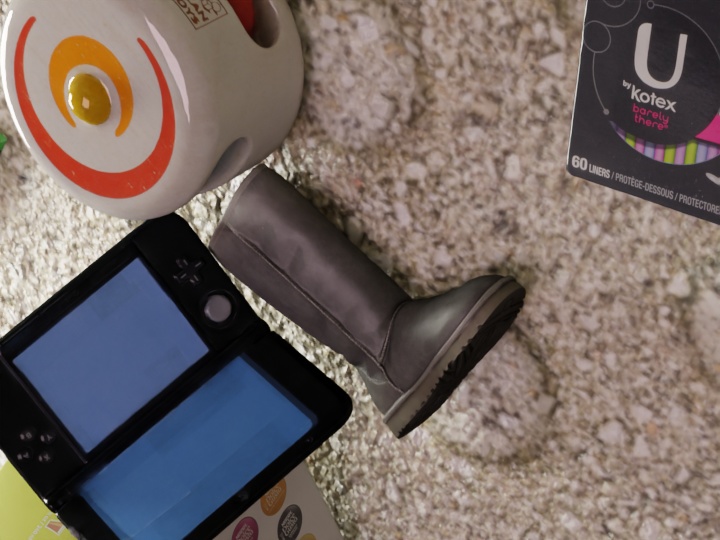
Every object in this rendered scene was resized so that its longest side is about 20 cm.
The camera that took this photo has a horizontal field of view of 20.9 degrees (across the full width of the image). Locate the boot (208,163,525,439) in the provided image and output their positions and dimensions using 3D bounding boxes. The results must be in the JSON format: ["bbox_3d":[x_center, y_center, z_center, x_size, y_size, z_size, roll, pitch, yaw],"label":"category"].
[{"bbox_3d":[-0.001,0.000,1.328,0.200,0.073,0.182,51,132,13],"label":"boot"}]

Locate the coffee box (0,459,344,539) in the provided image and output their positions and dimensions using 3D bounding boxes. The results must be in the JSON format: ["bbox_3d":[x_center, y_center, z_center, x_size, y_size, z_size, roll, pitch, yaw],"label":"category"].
[{"bbox_3d":[-0.153,0.221,1.424,0.200,0.200,0.198,12,142,33],"label":"coffee box"}]

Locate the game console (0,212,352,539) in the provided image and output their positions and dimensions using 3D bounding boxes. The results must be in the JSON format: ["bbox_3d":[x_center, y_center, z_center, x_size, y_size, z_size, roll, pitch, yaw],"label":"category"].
[{"bbox_3d":[-0.140,0.084,1.322,0.176,0.200,0.116,54,165,-15],"label":"game console"}]

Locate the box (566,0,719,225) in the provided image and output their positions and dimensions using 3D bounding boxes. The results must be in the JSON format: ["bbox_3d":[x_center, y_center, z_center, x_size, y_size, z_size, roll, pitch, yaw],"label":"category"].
[{"bbox_3d":[0.197,-0.141,1.071,0.122,0.106,0.200,20,123,27],"label":"box"}]

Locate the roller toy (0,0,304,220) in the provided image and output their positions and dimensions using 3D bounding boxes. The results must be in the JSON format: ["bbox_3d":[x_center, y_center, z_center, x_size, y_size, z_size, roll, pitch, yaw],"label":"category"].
[{"bbox_3d":[-0.144,-0.135,1.306,0.182,0.140,0.200,15,120,30],"label":"roller toy"}]

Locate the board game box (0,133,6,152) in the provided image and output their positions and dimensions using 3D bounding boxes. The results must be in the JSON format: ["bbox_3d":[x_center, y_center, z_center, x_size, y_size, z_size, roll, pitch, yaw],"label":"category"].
[{"bbox_3d":[-0.380,-0.122,1.566,0.200,0.029,0.135,44,131,10],"label":"board game box"}]
